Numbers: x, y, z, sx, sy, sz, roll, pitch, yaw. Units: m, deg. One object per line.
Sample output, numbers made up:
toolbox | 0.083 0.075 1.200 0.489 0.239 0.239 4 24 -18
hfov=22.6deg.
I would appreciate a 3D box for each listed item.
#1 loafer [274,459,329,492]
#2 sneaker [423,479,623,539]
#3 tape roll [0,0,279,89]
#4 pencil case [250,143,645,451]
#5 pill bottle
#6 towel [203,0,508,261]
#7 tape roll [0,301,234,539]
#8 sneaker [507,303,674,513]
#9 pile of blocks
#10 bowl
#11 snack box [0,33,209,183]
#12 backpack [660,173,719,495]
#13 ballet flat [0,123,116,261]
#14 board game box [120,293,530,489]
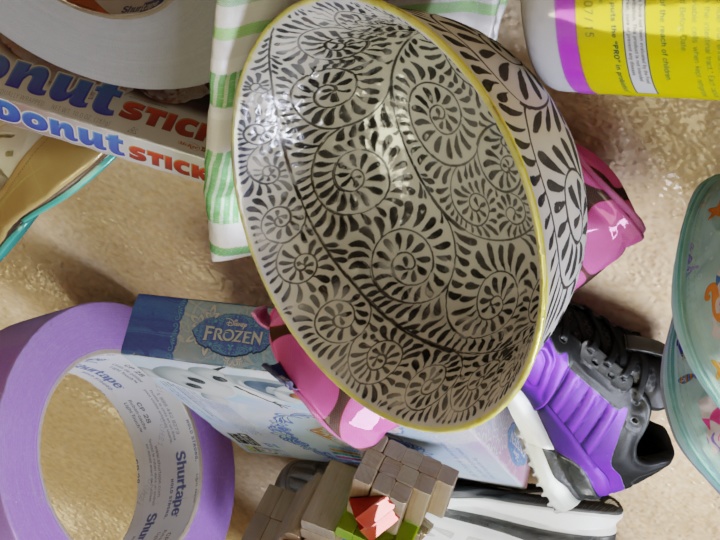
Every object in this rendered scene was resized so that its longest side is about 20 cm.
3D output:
loafer | 0.018 0.200 1.254 0.199 0.070 0.070 34 133 -16
sneaker | 0.068 0.193 1.163 0.199 0.117 0.076 6 -175 24
tape roll | -0.120 -0.182 0.862 0.198 0.066 0.201 15 142 12
pencil case | 0.044 0.003 0.923 0.094 0.199 0.091 55 -173 11
pill bottle | 0.173 -0.122 0.750 0.198 0.105 0.105 6 140 22
towel | -0.002 -0.085 0.884 0.151 0.024 0.201 -9 142 -17
tape roll | -0.172 0.125 1.152 0.065 0.201 0.200 -14 130 40
sneaker | 0.125 0.049 1.023 0.099 0.070 0.201 -14 127 20
pile of blocks | -0.010 0.165 1.116 0.082 0.062 0.200 36 148 -13
bowl | 0.038 -0.038 0.821 0.200 0.094 0.203 26 127 39
snack box | -0.140 -0.100 0.967 0.198 0.072 0.024 17 145 8
backpack | 0.229 0.035 0.856 0.150 0.178 0.200 -24 120 38
ballet flat | -0.204 -0.055 1.065 0.063 0.069 0.200 47 137 -9
board game box | -0.013 0.076 1.088 0.197 0.044 0.200 6 161 22
